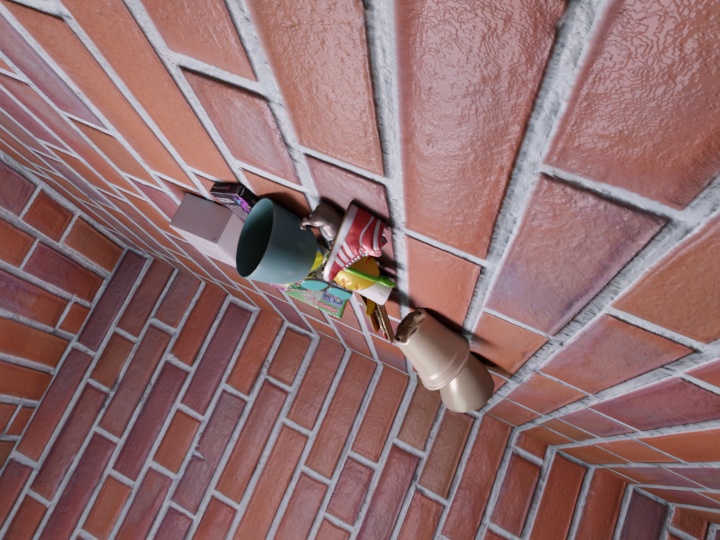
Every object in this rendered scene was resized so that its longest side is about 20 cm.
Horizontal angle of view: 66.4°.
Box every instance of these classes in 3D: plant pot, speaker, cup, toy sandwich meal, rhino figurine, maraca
[{"bbox_3d":[0.206,0.225,1.689,0.183,0.203,0.199,43,160,-19],"label":"plant pot"},{"bbox_3d":[-0.008,0.015,1.513,0.195,0.083,0.081,28,165,-9],"label":"speaker"},{"bbox_3d":[0.351,0.364,1.909,0.197,0.200,0.146,8,133,49],"label":"cup"},{"bbox_3d":[-0.205,-0.058,1.409,0.158,0.208,0.198,20,170,-34],"label":"plant pot"},{"bbox_3d":[0.046,0.132,1.669,0.068,0.211,0.206,-19,158,2],"label":"toy sandwich meal"},{"bbox_3d":[-0.040,-0.086,1.271,0.197,0.061,0.087,31,145,-23],"label":"rhino figurine"},{"bbox_3d":[0.000,0.000,1.411,0.194,0.110,0.137,20,-170,-19],"label":"maraca"}]

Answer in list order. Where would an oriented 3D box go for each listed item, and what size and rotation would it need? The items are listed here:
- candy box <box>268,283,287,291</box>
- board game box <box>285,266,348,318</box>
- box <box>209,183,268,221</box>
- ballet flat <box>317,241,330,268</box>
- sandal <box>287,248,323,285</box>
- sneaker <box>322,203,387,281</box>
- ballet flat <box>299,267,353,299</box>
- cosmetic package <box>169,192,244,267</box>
[{"bbox_3d":[-0.301,0.026,2.093,0.133,0.062,0.201,24,164,11],"label":"candy box"},{"bbox_3d":[-0.123,0.046,1.707,0.194,0.139,0.029,22,178,15],"label":"board game box"},{"bbox_3d":[-0.301,-0.167,1.506,0.140,0.037,0.199,11,160,43],"label":"box"},{"bbox_3d":[-0.073,-0.014,1.571,0.196,0.064,0.067,31,160,-16],"label":"ballet flat"},{"bbox_3d":[-0.174,-0.025,1.552,0.198,0.078,0.089,-28,90,51],"label":"sandal"},{"bbox_3d":[-0.010,-0.041,1.214,0.109,0.072,0.203,21,127,-5],"label":"sneaker"},{"bbox_3d":[-0.102,0.030,1.604,0.197,0.075,0.071,20,172,-42],"label":"ballet flat"},{"bbox_3d":[-0.460,-0.122,1.750,0.194,0.126,0.201,20,165,21],"label":"cosmetic package"}]
